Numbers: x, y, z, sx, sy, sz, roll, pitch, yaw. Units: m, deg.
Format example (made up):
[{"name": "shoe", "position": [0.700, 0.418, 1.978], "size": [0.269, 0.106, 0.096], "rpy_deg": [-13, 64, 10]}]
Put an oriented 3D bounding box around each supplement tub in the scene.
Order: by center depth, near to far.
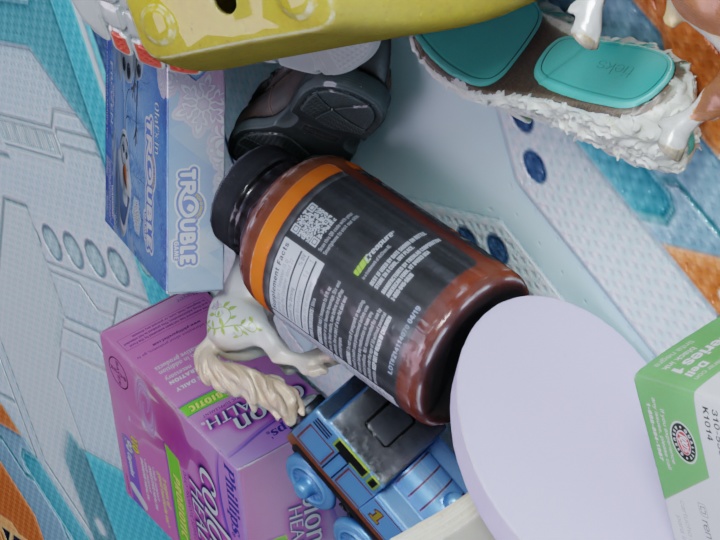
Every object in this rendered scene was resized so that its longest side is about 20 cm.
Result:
[{"name": "supplement tub", "position": [0.000, 0.000, 1.265], "size": [0.200, 0.107, 0.107], "rpy_deg": [36, 144, 30]}]

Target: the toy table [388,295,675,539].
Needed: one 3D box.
[{"name": "toy table", "position": [0.108, 0.128, 1.154], "size": [0.201, 0.182, 0.118], "rpy_deg": [-90, 10, -45]}]

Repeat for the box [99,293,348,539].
[{"name": "box", "position": [-0.104, 0.144, 1.628], "size": [0.200, 0.096, 0.177], "rpy_deg": [39, 145, 40]}]

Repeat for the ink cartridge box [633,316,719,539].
[{"name": "ink cartridge box", "position": [0.236, 0.112, 0.984], "size": [0.200, 0.084, 0.147], "rpy_deg": [17, 129, 57]}]

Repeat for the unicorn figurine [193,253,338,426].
[{"name": "unicorn figurine", "position": [-0.052, -0.001, 1.374], "size": [0.136, 0.201, 0.074], "rpy_deg": [13, 140, 20]}]

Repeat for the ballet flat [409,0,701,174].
[{"name": "ballet flat", "position": [0.098, -0.095, 1.072], "size": [0.200, 0.071, 0.072], "rpy_deg": [32, 141, 47]}]

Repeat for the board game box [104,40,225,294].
[{"name": "board game box", "position": [-0.133, -0.107, 1.388], "size": [0.199, 0.043, 0.202], "rpy_deg": [-143, 52, -66]}]

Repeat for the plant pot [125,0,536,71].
[{"name": "plant pot", "position": [-0.023, -0.192, 0.978], "size": [0.194, 0.200, 0.196], "rpy_deg": [-5, 112, 38]}]

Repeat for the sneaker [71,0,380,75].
[{"name": "sneaker", "position": [-0.075, -0.165, 1.227], "size": [0.198, 0.082, 0.077], "rpy_deg": [12, 133, 12]}]

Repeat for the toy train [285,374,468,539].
[{"name": "toy train", "position": [0.031, 0.155, 1.380], "size": [0.200, 0.087, 0.114], "rpy_deg": [50, 151, 3]}]

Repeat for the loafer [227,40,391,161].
[{"name": "loafer", "position": [-0.025, -0.107, 1.307], "size": [0.071, 0.063, 0.200], "rpy_deg": [24, 162, -17]}]

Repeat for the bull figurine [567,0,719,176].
[{"name": "bull figurine", "position": [0.167, -0.110, 0.908], "size": [0.121, 0.065, 0.201], "rpy_deg": [-47, 60, 32]}]
